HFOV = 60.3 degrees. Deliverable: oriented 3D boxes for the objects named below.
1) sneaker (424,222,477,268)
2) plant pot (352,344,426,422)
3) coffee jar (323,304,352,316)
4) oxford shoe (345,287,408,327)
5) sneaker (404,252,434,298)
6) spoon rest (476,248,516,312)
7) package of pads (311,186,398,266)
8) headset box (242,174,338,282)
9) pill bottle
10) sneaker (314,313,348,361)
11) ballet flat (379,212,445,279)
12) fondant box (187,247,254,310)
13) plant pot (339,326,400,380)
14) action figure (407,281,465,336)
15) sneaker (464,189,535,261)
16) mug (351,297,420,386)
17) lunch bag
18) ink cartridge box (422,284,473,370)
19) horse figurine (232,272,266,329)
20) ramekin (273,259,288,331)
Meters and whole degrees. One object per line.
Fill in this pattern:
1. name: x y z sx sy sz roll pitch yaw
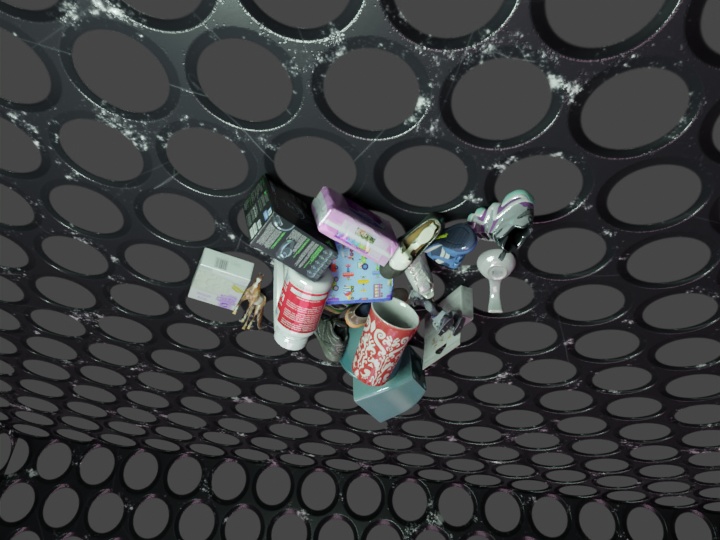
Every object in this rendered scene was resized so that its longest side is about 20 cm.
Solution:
1. sneaker: 0.218 -0.053 1.426 0.082 0.074 0.199 44 165 -15
2. plant pot: 0.102 0.342 2.007 0.195 0.201 0.196 -21 139 22
3. coffee jar: -0.047 0.051 1.679 0.103 0.088 0.198 25 142 -32
4. oxford shoe: 0.055 0.096 1.667 0.196 0.073 0.073 -26 170 -23
5. sneaker: 0.147 -0.003 1.540 0.073 0.101 0.201 -28 144 5
6. spoon rest: 0.347 0.019 1.593 0.096 0.062 0.204 0 133 9
7. package of pads: -0.014 -0.101 1.406 0.196 0.122 0.076 26 115 -26
8. headset box: -0.153 -0.091 1.385 0.198 0.176 0.093 33 110 -32
9. pill bottle: -0.141 0.082 1.469 0.109 0.113 0.204 14 118 -12
10. sneaker: -0.094 0.147 1.780 0.075 0.201 0.116 -2 136 -40
11. ballet flat: 0.114 -0.056 1.426 0.068 0.068 0.200 43 100 -3
12. fondant box: -0.393 0.028 1.740 0.141 0.060 0.200 18 147 -16
13. plant pot: 0.046 0.185 1.783 0.194 0.203 0.191 11 132 -7
14. action figure: 0.186 0.096 1.642 0.128 0.200 0.070 25 103 -41
15. sneaker: 0.299 -0.076 1.364 0.076 0.143 0.199 24 143 -26
16. mug: 0.075 0.192 1.614 0.173 0.135 0.204 11 119 -22
17. lunch bag: 0.000 0.000 1.531 0.193 0.156 0.094 -1 -173 1
18. ink cartridge box: 0.239 0.164 1.709 0.044 0.181 0.200 18 146 -18
19. horse figurine: -0.309 0.097 1.790 0.049 0.135 0.201 21 158 13
20. ramekin: -0.180 0.057 1.624 0.091 0.208 0.204 1 149 -11
